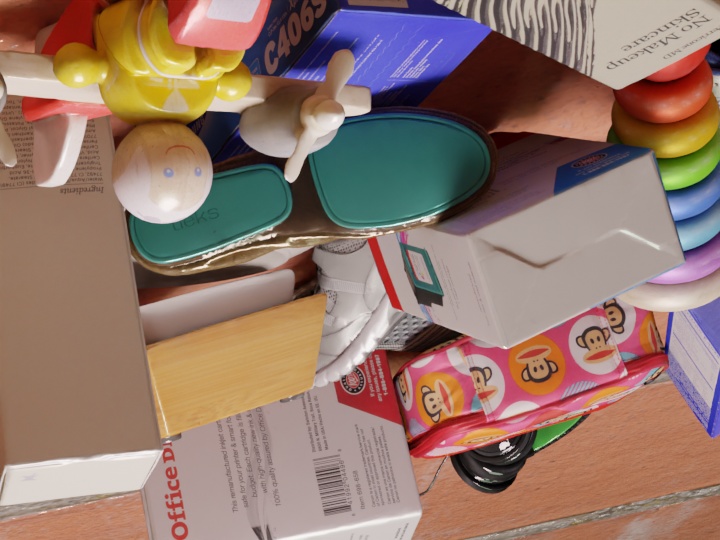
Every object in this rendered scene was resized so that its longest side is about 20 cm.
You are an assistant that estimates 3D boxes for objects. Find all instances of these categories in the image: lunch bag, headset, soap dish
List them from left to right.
[{"bbox_3d":[-0.137,0.064,1.208,0.199,0.082,0.157,-14,-179,42],"label":"soap dish"},{"bbox_3d":[0.106,0.133,1.669,0.199,0.094,0.124,-25,157,-14],"label":"headset"},{"bbox_3d":[0.121,0.082,1.483,0.199,0.082,0.176,-16,171,-12],"label":"lunch bag"}]

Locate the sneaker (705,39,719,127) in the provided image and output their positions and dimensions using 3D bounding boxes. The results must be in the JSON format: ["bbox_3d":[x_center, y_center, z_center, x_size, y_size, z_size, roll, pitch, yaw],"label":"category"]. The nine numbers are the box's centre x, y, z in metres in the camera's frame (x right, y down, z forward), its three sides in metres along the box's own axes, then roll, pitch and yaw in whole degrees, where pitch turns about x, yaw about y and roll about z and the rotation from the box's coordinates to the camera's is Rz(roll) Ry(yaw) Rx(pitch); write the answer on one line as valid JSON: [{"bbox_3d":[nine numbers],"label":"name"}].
[{"bbox_3d":[0.206,-0.111,1.112,0.088,0.076,0.200,21,142,-28],"label":"sneaker"}]

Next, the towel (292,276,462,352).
[{"bbox_3d":[0.058,0.013,1.356,0.192,0.035,0.200,9,149,-44],"label":"towel"}]

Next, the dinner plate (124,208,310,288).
[{"bbox_3d":[-0.108,-0.012,1.145,0.198,0.024,0.200,-7,171,-1],"label":"dinner plate"}]

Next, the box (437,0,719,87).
[{"bbox_3d":[0.092,-0.152,0.896,0.082,0.069,0.199,-27,155,32],"label":"box"}]

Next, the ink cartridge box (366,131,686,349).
[{"bbox_3d":[0.077,-0.023,1.077,0.116,0.068,0.200,-24,-166,-16],"label":"ink cartridge box"}]

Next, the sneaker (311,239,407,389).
[{"bbox_3d":[0.000,0.000,1.235,0.200,0.082,0.075,-49,177,41],"label":"sneaker"}]

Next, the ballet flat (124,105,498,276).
[{"bbox_3d":[-0.026,-0.040,1.024,0.199,0.068,0.072,-17,179,3],"label":"ballet flat"}]

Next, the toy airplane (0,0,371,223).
[{"bbox_3d":[-0.105,-0.082,0.873,0.199,0.142,0.199,-16,159,7],"label":"toy airplane"}]

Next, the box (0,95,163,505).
[{"bbox_3d":[-0.157,0.012,0.992,0.082,0.201,0.068,-3,159,-17],"label":"box"}]

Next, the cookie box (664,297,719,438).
[{"bbox_3d":[0.307,0.022,1.406,0.171,0.075,0.200,-33,160,-6],"label":"cookie box"}]

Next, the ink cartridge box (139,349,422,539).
[{"bbox_3d":[-0.068,0.143,1.451,0.198,0.145,0.084,-9,159,-10],"label":"ink cartridge box"}]

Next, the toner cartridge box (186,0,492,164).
[{"bbox_3d":[-0.020,-0.098,1.019,0.094,0.043,0.200,1,154,-31],"label":"toner cartridge box"}]

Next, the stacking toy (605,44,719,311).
[{"bbox_3d":[0.168,-0.075,1.066,0.085,0.086,0.201,-12,133,-4],"label":"stacking toy"}]
